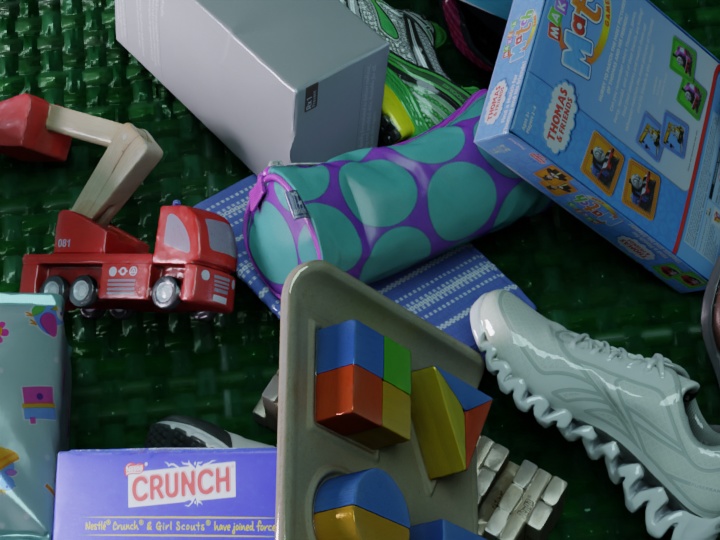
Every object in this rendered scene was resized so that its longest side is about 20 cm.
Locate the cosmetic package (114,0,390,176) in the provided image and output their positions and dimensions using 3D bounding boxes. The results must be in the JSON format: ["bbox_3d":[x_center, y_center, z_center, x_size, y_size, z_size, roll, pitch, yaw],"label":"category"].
[{"bbox_3d":[-0.075,-0.150,1.228,0.090,0.107,0.200,-33,61,-30],"label":"cosmetic package"}]

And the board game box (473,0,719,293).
[{"bbox_3d":[0.168,-0.099,1.192,0.199,0.036,0.153,34,61,-32],"label":"board game box"}]

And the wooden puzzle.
[{"bbox_3d":[0.022,0.115,1.029,0.046,0.185,0.202,-12,62,34],"label":"wooden puzzle"}]

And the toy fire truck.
[{"bbox_3d":[-0.162,-0.042,1.198,0.198,0.049,0.143,0,79,31],"label":"toy fire truck"}]

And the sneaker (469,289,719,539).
[{"bbox_3d":[0.152,0.073,1.115,0.200,0.075,0.081,42,116,11],"label":"sneaker"}]

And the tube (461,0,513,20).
[{"bbox_3d":[0.119,-0.182,1.236,0.050,0.199,0.078,-27,64,33],"label":"tube"}]

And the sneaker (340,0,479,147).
[{"bbox_3d":[0.005,-0.155,1.276,0.085,0.078,0.201,-32,77,-20],"label":"sneaker"}]

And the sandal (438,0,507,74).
[{"bbox_3d":[0.074,-0.176,1.265,0.045,0.075,0.200,-39,94,16],"label":"sandal"}]

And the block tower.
[{"bbox_3d":[0.028,0.111,1.154,0.199,0.058,0.054,28,68,15],"label":"block tower"}]

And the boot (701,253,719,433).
[{"bbox_3d":[0.300,0.063,1.110,0.198,0.068,0.190,0,67,34],"label":"boot"}]

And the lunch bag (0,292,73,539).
[{"bbox_3d":[-0.277,0.107,1.127,0.197,0.122,0.172,0,66,-5],"label":"lunch bag"}]

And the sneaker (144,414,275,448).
[{"bbox_3d":[-0.046,0.145,1.142,0.199,0.074,0.080,27,29,22],"label":"sneaker"}]

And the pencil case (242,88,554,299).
[{"bbox_3d":[0.028,-0.050,1.168,0.198,0.085,0.093,-21,84,-28],"label":"pencil case"}]

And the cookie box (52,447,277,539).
[{"bbox_3d":[-0.087,0.204,1.053,0.169,0.075,0.203,-2,79,21],"label":"cookie box"}]

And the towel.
[{"bbox_3d":[0.000,0.000,1.192,0.144,0.024,0.200,-28,59,-32],"label":"towel"}]
